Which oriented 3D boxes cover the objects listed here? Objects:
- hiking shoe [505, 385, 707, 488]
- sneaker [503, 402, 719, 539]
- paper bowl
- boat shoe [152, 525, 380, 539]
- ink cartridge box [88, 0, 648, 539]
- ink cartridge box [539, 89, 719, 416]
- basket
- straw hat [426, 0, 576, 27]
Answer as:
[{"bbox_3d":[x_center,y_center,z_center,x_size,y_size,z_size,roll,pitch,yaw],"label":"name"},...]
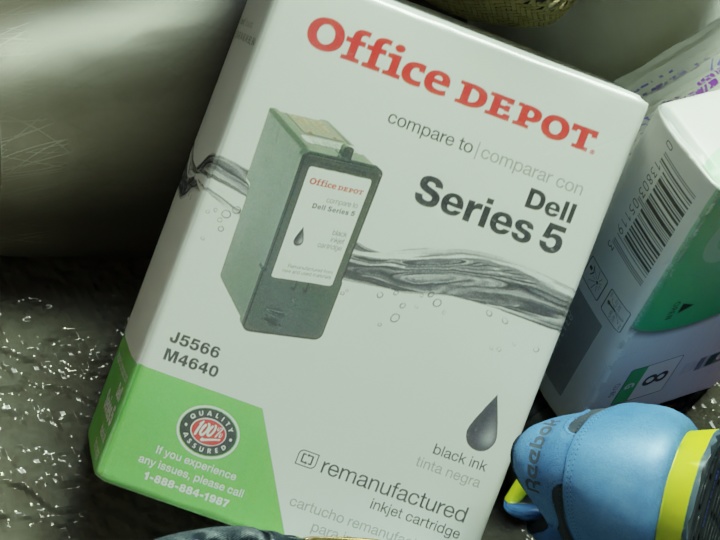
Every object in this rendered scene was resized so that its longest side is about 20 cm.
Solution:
[{"bbox_3d":[0.104,0.020,1.096,0.101,0.076,0.200,43,42,13],"label":"hiking shoe"},{"bbox_3d":[0.101,0.087,0.969,0.078,0.200,0.066,12,79,16],"label":"sneaker"},{"bbox_3d":[0.122,-0.097,1.087,0.105,0.200,0.201,59,39,-12],"label":"paper bowl"},{"bbox_3d":[0.008,0.127,0.877,0.200,0.091,0.071,3,79,-4],"label":"boat shoe"},{"bbox_3d":[0.000,0.000,0.954,0.145,0.201,0.084,20,5,-9],"label":"ink cartridge box"},{"bbox_3d":[0.176,-0.020,1.004,0.200,0.161,0.050,-13,59,-27],"label":"ink cartridge box"},{"bbox_3d":[-0.074,-0.077,1.046,0.199,0.181,0.136,-9,22,-27],"label":"basket"},{"bbox_3d":[0.054,-0.141,0.983,0.201,0.085,0.201,23,34,-16],"label":"straw hat"}]
